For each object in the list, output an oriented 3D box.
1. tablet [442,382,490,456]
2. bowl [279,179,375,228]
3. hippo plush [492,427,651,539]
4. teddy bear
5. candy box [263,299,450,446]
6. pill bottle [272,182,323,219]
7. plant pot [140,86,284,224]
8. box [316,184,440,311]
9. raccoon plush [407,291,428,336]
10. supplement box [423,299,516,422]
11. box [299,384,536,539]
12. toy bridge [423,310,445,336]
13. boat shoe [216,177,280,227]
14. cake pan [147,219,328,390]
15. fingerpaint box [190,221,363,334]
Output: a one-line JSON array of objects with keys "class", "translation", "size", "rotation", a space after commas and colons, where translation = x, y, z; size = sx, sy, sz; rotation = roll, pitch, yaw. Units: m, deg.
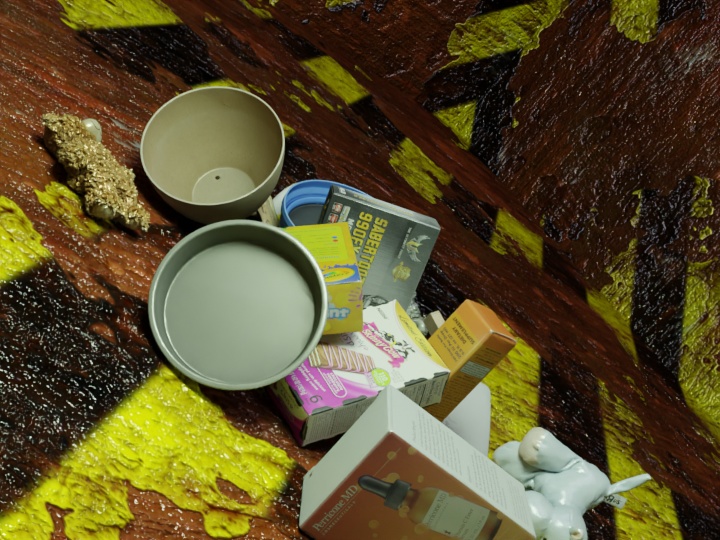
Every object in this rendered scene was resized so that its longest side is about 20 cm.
[{"class": "tablet", "translation": [0.111, 0.178, 1.654], "size": [0.200, 0.014, 0.130], "rotation": [33, 47, -30]}, {"class": "bowl", "translation": [-0.026, -0.058, 1.748], "size": [0.200, 0.039, 0.201], "rotation": [18, 33, -12]}, {"class": "hippo plush", "translation": [0.259, 0.334, 1.611], "size": [0.200, 0.159, 0.161], "rotation": [26, 47, -1]}, {"class": "teddy bear", "translation": [-0.333, -0.130, 1.510], "size": [0.145, 0.067, 0.200], "rotation": [30, 19, -43]}, {"class": "candy box", "translation": [-0.012, 0.120, 1.431], "size": [0.200, 0.061, 0.136], "rotation": [-14, 48, -30]}, {"class": "pill bottle", "translation": [-0.056, -0.036, 1.839], "size": [0.200, 0.109, 0.109], "rotation": [46, 16, 19]}, {"class": "plant pot", "translation": [-0.204, -0.143, 1.691], "size": [0.200, 0.200, 0.135], "rotation": [48, -18, 23]}, {"class": "box", "translation": [0.000, 0.000, 1.637], "size": [0.158, 0.200, 0.048], "rotation": [19, 18, -12]}, {"class": "raccoon plush", "translation": [0.084, 0.025, 1.912], "size": [0.134, 0.200, 0.097], "rotation": [43, -18, 1]}, {"class": "supplement box", "translation": [0.102, 0.133, 1.507], "size": [0.069, 0.200, 0.067], "rotation": [21, 25, -48]}, {"class": "box", "translation": [0.058, 0.250, 1.257], "size": [0.200, 0.152, 0.106], "rotation": [37, 17, -13]}, {"class": "toy bridge", "translation": [0.041, 0.111, 1.596], "size": [0.200, 0.027, 0.067], "rotation": [-16, 69, -36]}, {"class": "boat shoe", "translation": [-0.167, -0.086, 1.779], "size": [0.200, 0.071, 0.064], "rotation": [52, 18, 29]}, {"class": "cake pan", "translation": [-0.136, 0.041, 1.329], "size": [0.200, 0.200, 0.037], "rotation": [45, -16, 14]}, {"class": "fingerpaint box", "translation": [-0.104, 0.015, 1.447], "size": [0.200, 0.073, 0.167], "rotation": [-5, 28, -5]}]
